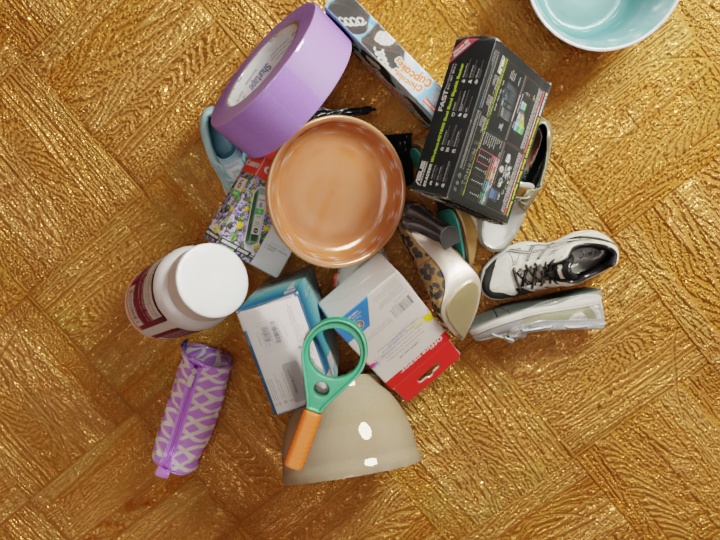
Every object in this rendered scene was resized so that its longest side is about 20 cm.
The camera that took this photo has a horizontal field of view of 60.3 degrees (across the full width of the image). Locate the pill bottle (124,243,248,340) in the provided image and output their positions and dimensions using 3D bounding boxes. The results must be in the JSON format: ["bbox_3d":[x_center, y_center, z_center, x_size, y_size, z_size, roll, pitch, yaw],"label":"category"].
[{"bbox_3d":[-0.239,0.030,0.846,0.114,0.200,0.114,9,74,-34],"label":"pill bottle"}]

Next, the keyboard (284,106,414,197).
[{"bbox_3d":[-0.016,-0.170,0.858,0.200,0.021,0.127,-10,104,-25],"label":"keyboard"}]

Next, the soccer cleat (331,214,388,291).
[{"bbox_3d":[0.000,0.000,0.909,0.077,0.069,0.200,8,98,-2],"label":"soccer cleat"}]

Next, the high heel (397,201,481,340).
[{"bbox_3d":[0.106,-0.003,0.901,0.071,0.143,0.200,-24,121,-17],"label":"high heel"}]

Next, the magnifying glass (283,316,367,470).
[{"bbox_3d":[-0.050,0.152,0.758,0.079,0.022,0.200,20,101,-2],"label":"magnifying glass"}]

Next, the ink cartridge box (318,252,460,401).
[{"bbox_3d":[0.046,0.086,0.890,0.116,0.067,0.200,-40,124,-1],"label":"ink cartridge box"}]

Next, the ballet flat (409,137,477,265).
[{"bbox_3d":[0.136,-0.100,0.887,0.063,0.069,0.200,-26,101,-15],"label":"ballet flat"}]

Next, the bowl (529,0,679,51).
[{"bbox_3d":[0.303,-0.382,0.806,0.200,0.105,0.201,0,101,2],"label":"bowl"}]

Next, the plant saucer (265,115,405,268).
[{"bbox_3d":[-0.034,-0.104,0.830,0.200,0.037,0.201,-5,102,-25],"label":"plant saucer"}]

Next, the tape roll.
[{"bbox_3d":[-0.104,-0.243,0.795,0.200,0.200,0.066,-46,120,9],"label":"tape roll"}]

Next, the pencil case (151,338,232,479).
[{"bbox_3d":[-0.257,0.211,0.947,0.084,0.086,0.200,17,101,-2],"label":"pencil case"}]

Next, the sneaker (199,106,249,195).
[{"bbox_3d":[-0.176,-0.138,0.881,0.074,0.082,0.200,-28,99,8],"label":"sneaker"}]

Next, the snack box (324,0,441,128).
[{"bbox_3d":[0.037,-0.277,0.829,0.200,0.116,0.037,44,96,-5],"label":"snack box"}]

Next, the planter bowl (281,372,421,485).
[{"bbox_3d":[-0.023,0.224,0.899,0.200,0.200,0.135,-11,76,4],"label":"planter bowl"}]

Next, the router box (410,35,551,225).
[{"bbox_3d":[0.157,-0.172,0.790,0.062,0.150,0.200,21,95,43],"label":"router box"}]

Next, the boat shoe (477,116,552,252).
[{"bbox_3d":[0.214,-0.120,0.875,0.075,0.068,0.200,15,101,0],"label":"boat shoe"}]

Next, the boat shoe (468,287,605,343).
[{"bbox_3d":[0.258,0.075,0.909,0.202,0.074,0.065,-14,95,-2],"label":"boat shoe"}]

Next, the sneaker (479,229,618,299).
[{"bbox_3d":[0.267,-0.008,0.885,0.200,0.088,0.076,-21,101,7],"label":"sneaker"}]

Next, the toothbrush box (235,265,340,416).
[{"bbox_3d":[-0.091,0.087,0.859,0.085,0.200,0.147,-18,100,5],"label":"toothbrush box"}]

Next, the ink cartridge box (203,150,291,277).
[{"bbox_3d":[-0.117,-0.103,0.859,0.109,0.050,0.200,31,87,-37],"label":"ink cartridge box"}]
